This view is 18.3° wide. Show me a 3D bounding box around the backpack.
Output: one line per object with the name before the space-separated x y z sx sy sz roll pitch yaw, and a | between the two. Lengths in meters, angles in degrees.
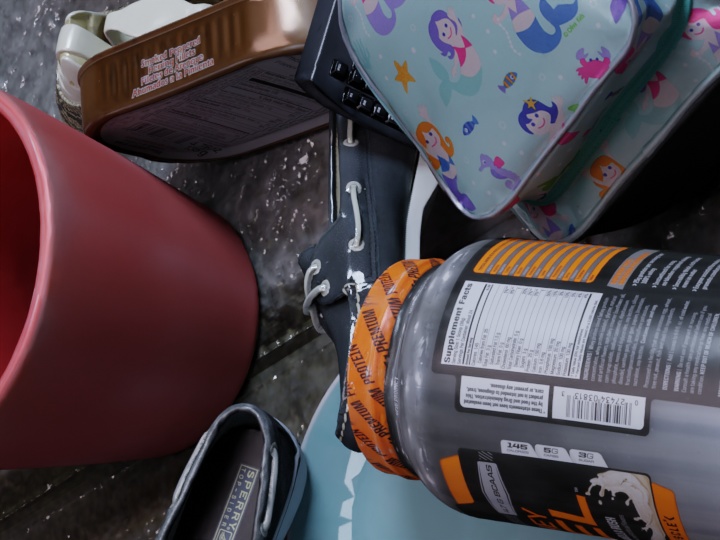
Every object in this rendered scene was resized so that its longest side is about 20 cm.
backpack | 0.080 -0.128 0.972 0.200 0.150 0.178 58 134 22

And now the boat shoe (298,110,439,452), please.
boat shoe | 0.000 0.000 1.059 0.076 0.060 0.200 104 176 -49

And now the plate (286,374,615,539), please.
plate | 0.045 0.117 1.060 0.200 0.026 0.201 -11 72 39

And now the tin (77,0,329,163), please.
tin | -0.058 -0.097 1.144 0.200 0.112 0.042 -17 74 39

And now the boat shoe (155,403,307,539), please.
boat shoe | -0.078 0.160 1.067 0.073 0.068 0.200 21 78 15

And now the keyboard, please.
keyboard | 0.021 -0.165 1.066 0.040 0.104 0.200 -29 43 63

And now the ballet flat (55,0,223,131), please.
ballet flat | -0.118 -0.124 1.229 0.200 0.075 0.068 -10 74 40

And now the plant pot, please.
plant pot | -0.163 0.017 1.165 0.200 0.177 0.201 -11 73 39

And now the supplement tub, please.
supplement tub | 0.102 0.050 0.936 0.200 0.122 0.123 5 83 31
